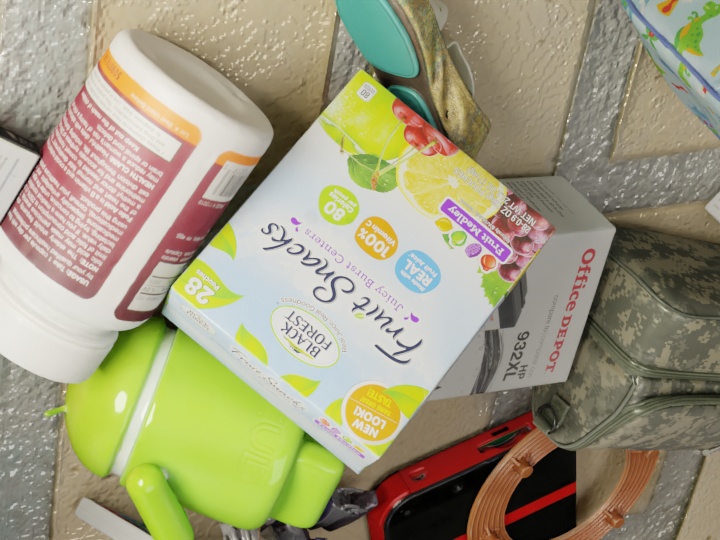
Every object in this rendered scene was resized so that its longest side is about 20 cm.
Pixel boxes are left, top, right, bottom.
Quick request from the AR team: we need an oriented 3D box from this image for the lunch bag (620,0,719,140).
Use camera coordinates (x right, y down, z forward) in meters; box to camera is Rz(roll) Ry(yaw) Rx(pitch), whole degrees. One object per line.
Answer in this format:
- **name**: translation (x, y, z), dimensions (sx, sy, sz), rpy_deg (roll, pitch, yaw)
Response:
- **lunch bag**: translation (0.271, -0.131, 1.122), dimensions (0.082, 0.200, 0.161), rpy_deg (-36, 133, 7)

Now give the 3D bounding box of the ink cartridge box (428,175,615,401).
- **ink cartridge box**: translation (0.072, 0.015, 1.187), dimensions (0.199, 0.084, 0.145), rpy_deg (-6, 125, -29)

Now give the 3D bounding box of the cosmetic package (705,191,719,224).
- **cosmetic package**: translation (0.387, -0.008, 1.350), dimensions (0.081, 0.113, 0.200), rpy_deg (-47, 133, 7)

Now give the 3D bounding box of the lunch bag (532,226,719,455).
- **lunch bag**: translation (0.245, 0.071, 1.298), dimensions (0.200, 0.139, 0.168), rpy_deg (4, 122, -38)

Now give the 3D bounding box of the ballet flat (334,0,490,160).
- **ballet flat**: translation (0.039, -0.144, 1.069), dimensions (0.071, 0.071, 0.200), rpy_deg (-34, 133, -6)

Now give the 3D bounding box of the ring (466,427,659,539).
- **ring**: translation (0.183, 0.195, 1.402), dimensions (0.200, 0.019, 0.201), rpy_deg (-19, 134, -22)

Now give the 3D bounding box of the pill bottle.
- **pill bottle**: translation (-0.153, -0.037, 0.986), dimensions (0.114, 0.114, 0.200), rpy_deg (24, 108, -41)

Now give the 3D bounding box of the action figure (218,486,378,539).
- **action figure**: translation (-0.057, 0.180, 1.218), dimensions (0.069, 0.131, 0.200), rpy_deg (-10, 155, 22)

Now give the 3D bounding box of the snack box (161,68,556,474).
- **snack box**: translation (0.000, 0.000, 1.032), dimensions (0.200, 0.169, 0.068), rpy_deg (-51, 179, -20)

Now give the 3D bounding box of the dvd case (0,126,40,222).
- **dvd case**: translation (-0.307, -0.049, 0.919), dimensions (0.200, 0.025, 0.151), rpy_deg (26, 104, -33)

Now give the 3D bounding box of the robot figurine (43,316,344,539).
- **robot figurine**: translation (-0.109, 0.102, 1.082), dimensions (0.199, 0.176, 0.116), rpy_deg (21, 131, -7)

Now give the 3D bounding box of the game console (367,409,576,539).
- **game console**: translation (0.101, 0.213, 1.398), dimensions (0.199, 0.031, 0.177), rpy_deg (-22, 135, -16)

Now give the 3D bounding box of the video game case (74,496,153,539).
- **video game case**: translation (-0.103, 0.230, 1.202), dimensions (0.200, 0.143, 0.017), rpy_deg (34, 79, -43)
